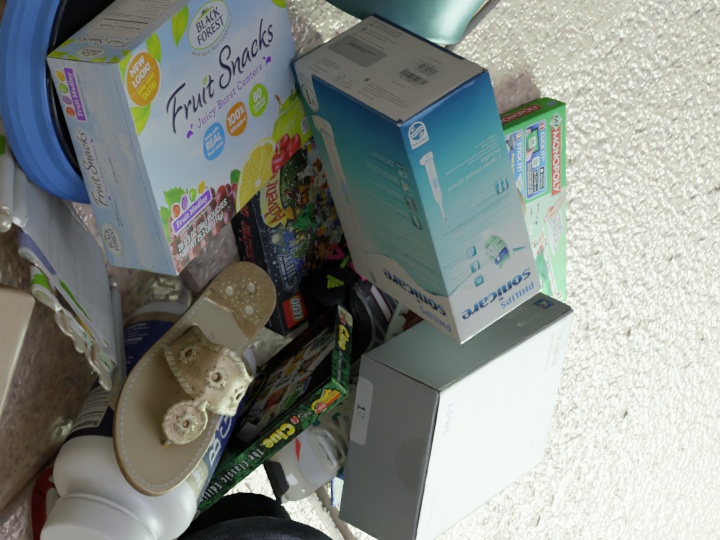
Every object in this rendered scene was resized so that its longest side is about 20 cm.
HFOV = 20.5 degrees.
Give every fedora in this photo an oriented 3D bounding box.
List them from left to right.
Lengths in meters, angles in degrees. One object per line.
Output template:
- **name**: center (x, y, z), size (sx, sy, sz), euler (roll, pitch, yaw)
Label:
- **fedora**: center (-0.099, 0.248, 1.589), size (0.199, 0.092, 0.201), euler (-5, 129, -6)

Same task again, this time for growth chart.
- **growth chart**: center (-0.210, -0.005, 1.411), size (0.018, 0.145, 0.200), euler (-19, 129, 11)

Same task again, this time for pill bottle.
- **pill bottle**: center (-0.160, 0.132, 1.478), size (0.111, 0.110, 0.201), euler (61, 40, -41)

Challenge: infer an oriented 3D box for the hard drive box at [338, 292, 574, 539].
- **hard drive box**: center (0.079, 0.114, 1.605), size (0.200, 0.077, 0.157), euler (-27, 133, -49)

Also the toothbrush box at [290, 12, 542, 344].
- **toothbrush box**: center (0.042, -0.068, 1.466), size (0.085, 0.146, 0.201), euler (-31, 126, -21)

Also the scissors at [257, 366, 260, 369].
- **scissors**: center (-0.052, 0.128, 1.706), size (0.199, 0.014, 0.074), euler (16, 91, -48)

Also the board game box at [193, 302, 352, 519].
- **board game box**: center (-0.083, 0.116, 1.532), size (0.023, 0.105, 0.200), euler (39, 117, -23)

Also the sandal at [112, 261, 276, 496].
- **sandal**: center (-0.108, 0.062, 1.428), size (0.078, 0.070, 0.212), euler (38, 49, -12)

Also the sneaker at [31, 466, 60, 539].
- **sneaker**: center (-0.198, 0.244, 1.561), size (0.115, 0.078, 0.201), euler (-8, 113, -42)

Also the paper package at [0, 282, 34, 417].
- **paper package**: center (-0.339, 0.084, 1.331), size (0.190, 0.103, 0.201), euler (11, 99, -47)

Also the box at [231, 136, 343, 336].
- **box**: center (-0.043, -0.065, 1.616), size (0.136, 0.038, 0.201), euler (-34, 128, -31)

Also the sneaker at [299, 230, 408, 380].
- **sneaker**: center (0.000, 0.000, 1.602), size (0.087, 0.074, 0.201), euler (-8, 117, -50)

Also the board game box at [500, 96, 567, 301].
- **board game box**: center (0.135, -0.044, 1.813), size (0.134, 0.029, 0.201), euler (-24, 122, -38)

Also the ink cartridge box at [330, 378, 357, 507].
- **ink cartridge box**: center (0.026, 0.107, 1.754), size (0.119, 0.042, 0.201), euler (-19, 121, -44)

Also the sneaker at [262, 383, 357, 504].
- **sneaker**: center (-0.021, 0.128, 1.605), size (0.200, 0.093, 0.071), euler (-36, 104, -75)

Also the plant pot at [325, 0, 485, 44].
- **plant pot**: center (0.048, -0.283, 1.518), size (0.199, 0.200, 0.189), euler (1, 119, -46)

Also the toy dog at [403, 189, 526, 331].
- **toy dog**: center (0.068, 0.009, 1.686), size (0.132, 0.096, 0.201), euler (-6, 117, -57)

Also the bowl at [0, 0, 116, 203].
- **bowl**: center (-0.177, -0.146, 1.404), size (0.200, 0.039, 0.202), euler (-21, 115, -56)

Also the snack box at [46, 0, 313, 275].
- **snack box**: center (-0.121, -0.122, 1.400), size (0.200, 0.067, 0.169), euler (-50, 137, -46)
